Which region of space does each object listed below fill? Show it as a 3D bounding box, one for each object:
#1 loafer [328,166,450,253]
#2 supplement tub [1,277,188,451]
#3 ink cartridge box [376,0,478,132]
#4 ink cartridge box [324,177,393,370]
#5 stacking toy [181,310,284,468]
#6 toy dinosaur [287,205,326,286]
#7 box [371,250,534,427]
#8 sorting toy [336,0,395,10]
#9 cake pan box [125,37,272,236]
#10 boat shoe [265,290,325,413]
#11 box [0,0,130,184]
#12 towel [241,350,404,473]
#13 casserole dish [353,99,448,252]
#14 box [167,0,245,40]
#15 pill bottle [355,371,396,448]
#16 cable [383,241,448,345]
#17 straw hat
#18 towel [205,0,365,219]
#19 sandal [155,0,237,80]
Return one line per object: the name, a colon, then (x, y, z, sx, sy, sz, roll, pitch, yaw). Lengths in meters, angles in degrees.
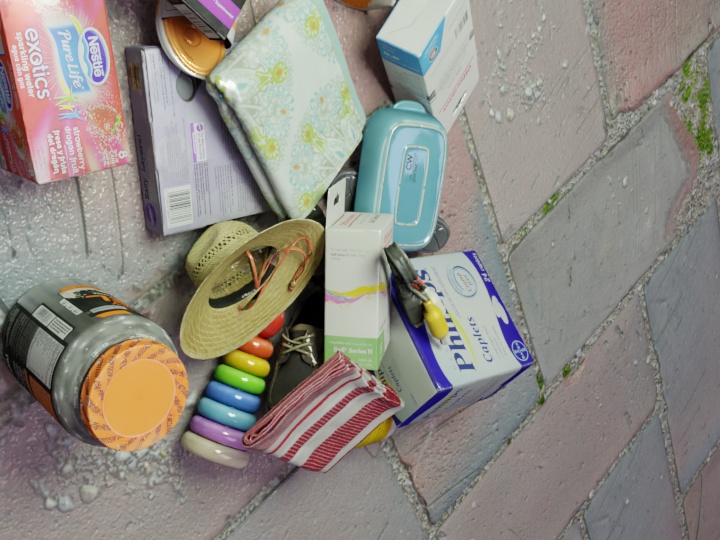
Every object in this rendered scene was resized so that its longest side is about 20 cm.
loafer: (0.033, -0.084, 1.080, 0.198, 0.063, 0.072, 26, 112, -31)
supplement tub: (-0.251, 0.087, 0.769, 0.121, 0.198, 0.125, -15, 113, -38)
ink cartridge box: (0.091, -0.269, 1.035, 0.117, 0.066, 0.200, -59, 158, -12)
ink cartridge box: (0.000, 0.000, 0.948, 0.117, 0.066, 0.205, -55, 147, -74)
stacking toy: (-0.142, 0.126, 0.972, 0.085, 0.084, 0.204, 28, 77, -43)
toy dinosaur: (-0.025, -0.017, 1.040, 0.198, 0.047, 0.089, 28, 95, -37)
box: (0.105, 0.085, 1.093, 0.197, 0.105, 0.186, -9, 64, -41)
sorting toy: (0.020, -0.388, 0.887, 0.106, 0.178, 0.204, -19, 114, -36)
cake pan box: (-0.154, -0.148, 0.890, 0.182, 0.052, 0.204, -18, 114, -35)
boat shoe: (-0.074, 0.097, 0.976, 0.201, 0.073, 0.075, -74, 156, -55)
box: (-0.282, -0.190, 0.727, 0.094, 0.099, 0.204, -20, 115, -36)
towel: (-0.034, 0.172, 0.926, 0.144, 0.023, 0.200, -41, 148, 3)
casserole dish: (0.056, -0.109, 1.019, 0.119, 0.039, 0.205, 1, 103, -30)
box: (-0.134, -0.340, 0.744, 0.142, 0.036, 0.203, 36, 77, -41)
pill bottle: (-0.017, 0.184, 1.076, 0.197, 0.103, 0.107, -6, 107, -40)
cable: (0.062, 0.009, 0.936, 0.050, 0.098, 0.201, -25, 146, -2)
straw hat: (-0.139, -0.005, 0.886, 0.200, 0.085, 0.202, -39, 157, -19)
towel: (-0.070, -0.179, 0.887, 0.172, 0.047, 0.202, -57, 139, -31)
sandal: (-0.153, -0.298, 0.806, 0.078, 0.059, 0.212, 10, 79, -37)
